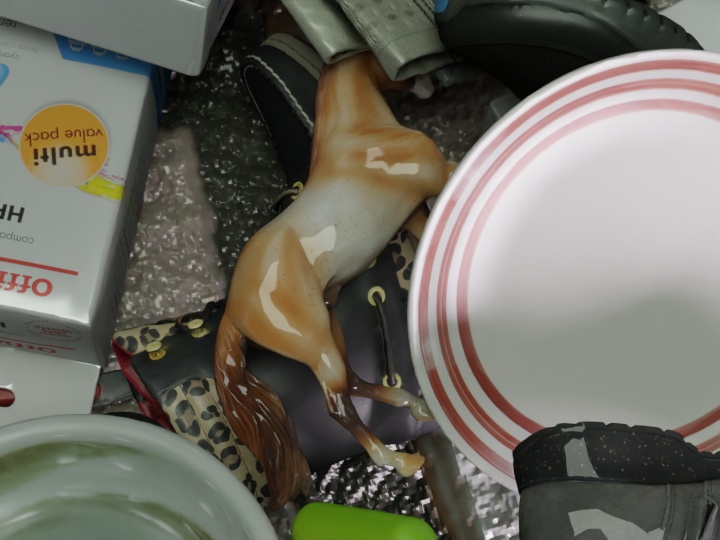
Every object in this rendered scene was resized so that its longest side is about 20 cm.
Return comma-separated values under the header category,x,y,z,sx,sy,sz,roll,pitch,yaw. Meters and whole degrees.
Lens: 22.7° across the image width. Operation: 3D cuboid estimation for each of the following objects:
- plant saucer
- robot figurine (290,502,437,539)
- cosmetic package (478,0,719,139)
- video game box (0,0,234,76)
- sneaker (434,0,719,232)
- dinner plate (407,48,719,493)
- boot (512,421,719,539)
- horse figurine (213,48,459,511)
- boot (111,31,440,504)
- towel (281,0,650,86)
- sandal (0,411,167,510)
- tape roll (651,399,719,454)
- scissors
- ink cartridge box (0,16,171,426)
category,x,y,z,sx,sy,sz,roll,pitch,yaw
plant saucer,-0.118,0.154,0.691,0.199,0.050,0.201,-5,57,8
robot figurine,0.016,0.181,0.742,0.199,0.116,0.176,-7,96,-4
cosmetic package,0.151,-0.092,0.839,0.199,0.083,0.051,-28,76,-10
video game box,-0.138,-0.186,0.830,0.199,0.047,0.183,17,44,2
sneaker,0.114,-0.058,0.744,0.199,0.073,0.082,24,86,-17
dinner plate,0.114,0.006,0.729,0.199,0.024,0.201,-5,113,-13
boot,0.153,0.133,0.705,0.199,0.070,0.132,1,67,-7
horse figurine,0.000,0.000,0.752,0.132,0.050,0.200,37,73,-4
boot,-0.042,0.004,0.807,0.150,0.073,0.201,-28,85,-14
towel,0.017,-0.167,0.824,0.192,0.035,0.200,-20,63,-43
sandal,-0.163,0.115,0.779,0.200,0.048,0.076,-21,112,10
tape roll,0.213,0.033,0.817,0.199,0.066,0.201,0,75,-1
scissors,-0.135,0.065,0.821,0.199,0.014,0.074,0,68,-5
ink cartridge box,-0.160,-0.029,0.809,0.115,0.068,0.201,10,71,0
